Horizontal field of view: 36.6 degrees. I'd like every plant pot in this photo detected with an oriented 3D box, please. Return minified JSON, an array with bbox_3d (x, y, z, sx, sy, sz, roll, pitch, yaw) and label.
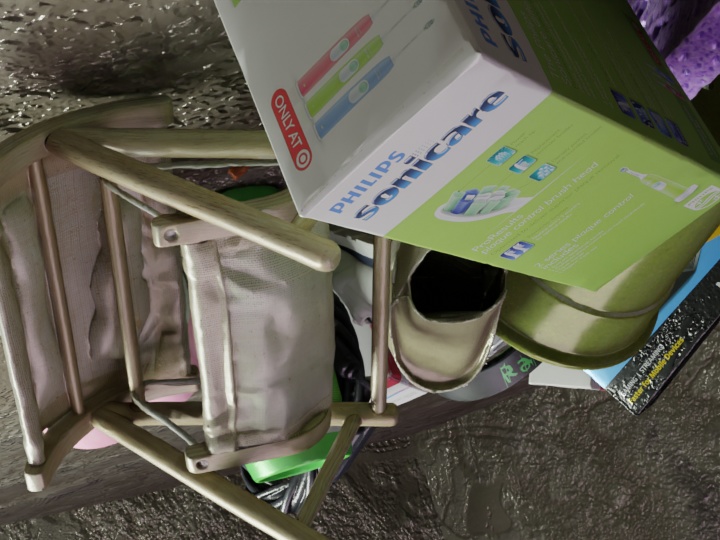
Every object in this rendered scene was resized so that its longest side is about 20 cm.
[{"bbox_3d":[0.169,-0.068,0.713,0.198,0.201,0.190,-8,152,-32],"label":"plant pot"}]

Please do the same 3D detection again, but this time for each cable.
[{"bbox_3d":[-0.064,0.107,0.879,0.050,0.164,0.201,-8,140,-44],"label":"cable"}]

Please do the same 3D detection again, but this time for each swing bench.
[{"bbox_3d":[-0.087,0.025,0.592,0.198,0.201,0.130,11,-145,15],"label":"swing bench"}]

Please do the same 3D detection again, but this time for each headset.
[{"bbox_3d":[0.073,0.025,0.832,0.124,0.094,0.200,-45,-156,-11],"label":"headset"}]

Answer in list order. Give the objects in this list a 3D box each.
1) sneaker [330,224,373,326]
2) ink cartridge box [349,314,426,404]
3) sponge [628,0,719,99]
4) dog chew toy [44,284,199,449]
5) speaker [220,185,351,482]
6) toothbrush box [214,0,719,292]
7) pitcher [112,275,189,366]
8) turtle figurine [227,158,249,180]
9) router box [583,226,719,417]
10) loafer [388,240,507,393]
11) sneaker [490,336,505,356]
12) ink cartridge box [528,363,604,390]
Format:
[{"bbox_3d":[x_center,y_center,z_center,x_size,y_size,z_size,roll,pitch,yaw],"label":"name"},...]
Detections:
[{"bbox_3d":[0.000,0.000,0.825,0.076,0.081,0.200,-12,-164,-17],"label":"sneaker"},{"bbox_3d":[-0.012,0.053,1.001,0.085,0.149,0.200,-22,165,6],"label":"ink cartridge box"},{"bbox_3d":[0.163,-0.146,0.492,0.030,0.113,0.200,16,161,-5],"label":"sponge"},{"bbox_3d":[-0.191,0.072,0.946,0.198,0.125,0.125,-24,168,-5],"label":"dog chew toy"},{"bbox_3d":[-0.067,0.045,0.787,0.088,0.202,0.089,-15,167,-4],"label":"speaker"},{"bbox_3d":[0.046,-0.085,0.432,0.086,0.147,0.199,-39,150,28],"label":"toothbrush box"},{"bbox_3d":[-0.208,0.030,0.766,0.170,0.123,0.200,-5,177,-13],"label":"pitcher"},{"bbox_3d":[0.017,-0.092,0.627,0.198,0.065,0.161,-15,167,-5],"label":"turtle figurine"},{"bbox_3d":[0.236,-0.004,0.899,0.051,0.149,0.201,-14,141,-57],"label":"router box"},{"bbox_3d":[0.049,0.012,0.647,0.075,0.069,0.201,-3,135,-2],"label":"loafer"},{"bbox_3d":[0.093,0.041,1.156,0.198,0.116,0.075,-18,167,6],"label":"sneaker"},{"bbox_3d":[0.223,0.020,1.125,0.067,0.202,0.116,3,174,22],"label":"ink cartridge box"}]
